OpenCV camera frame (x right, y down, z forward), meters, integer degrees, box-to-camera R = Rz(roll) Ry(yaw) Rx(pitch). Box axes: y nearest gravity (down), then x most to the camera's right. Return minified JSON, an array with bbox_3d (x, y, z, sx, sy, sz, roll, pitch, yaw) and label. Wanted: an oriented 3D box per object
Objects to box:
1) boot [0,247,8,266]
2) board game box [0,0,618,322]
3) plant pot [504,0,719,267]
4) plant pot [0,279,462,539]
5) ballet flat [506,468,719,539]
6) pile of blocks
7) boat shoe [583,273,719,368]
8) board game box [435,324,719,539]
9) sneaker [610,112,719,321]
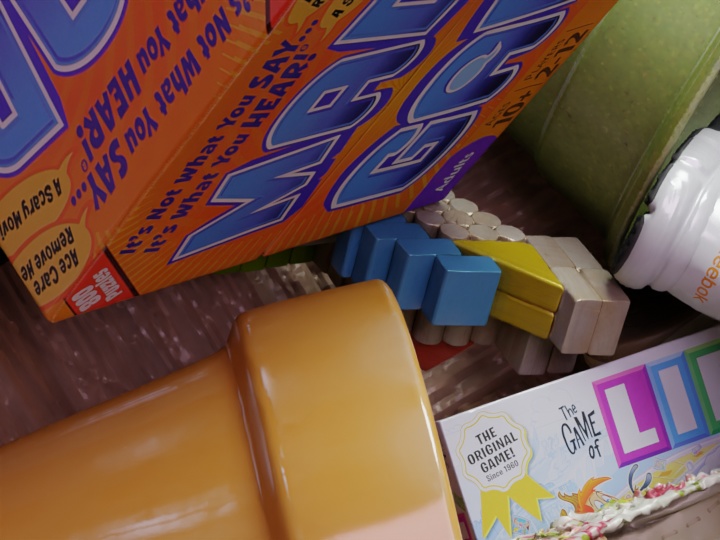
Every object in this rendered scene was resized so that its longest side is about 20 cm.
[{"bbox_3d":[-0.218,-0.029,1.064,0.199,0.068,0.131,-32,80,-31],"label":"boot"},{"bbox_3d":[-0.038,-0.139,0.973,0.199,0.200,0.201,-18,67,-45],"label":"board game box"},{"bbox_3d":[0.075,-0.135,1.130,0.189,0.200,0.200,33,66,9],"label":"plant pot"},{"bbox_3d":[-0.060,0.120,1.002,0.182,0.200,0.202,-12,77,-5],"label":"plant pot"},{"bbox_3d":[0.130,0.102,1.029,0.199,0.064,0.076,-20,89,-23],"label":"ballet flat"},{"bbox_3d":[0.000,0.000,1.086,0.199,0.062,0.082,26,29,21],"label":"pile of blocks"},{"bbox_3d":[0.173,0.004,1.171,0.199,0.072,0.065,-31,120,-22],"label":"boat shoe"},{"bbox_3d":[0.129,0.092,1.083,0.199,0.034,0.135,-18,87,-22],"label":"board game box"},{"bbox_3d":[0.160,-0.027,1.110,0.080,0.074,0.200,30,34,9],"label":"sneaker"}]
